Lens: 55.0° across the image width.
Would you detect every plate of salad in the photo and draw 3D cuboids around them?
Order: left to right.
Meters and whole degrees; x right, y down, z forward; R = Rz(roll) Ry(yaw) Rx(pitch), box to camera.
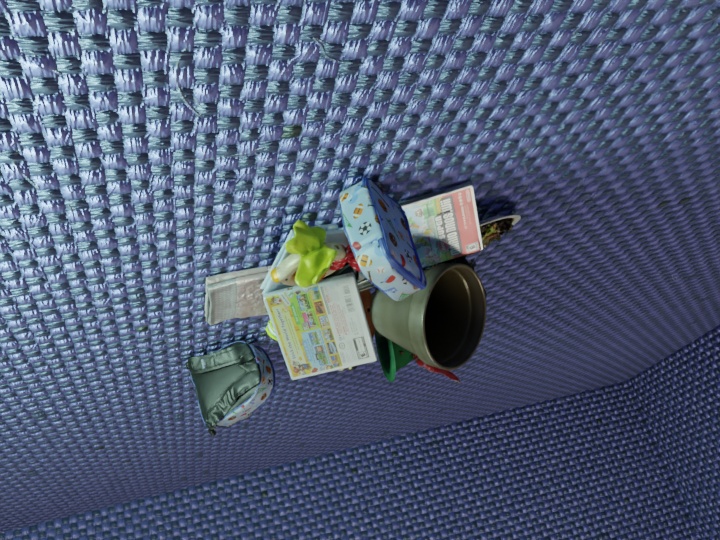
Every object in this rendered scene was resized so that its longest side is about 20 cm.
[{"bbox_3d":[0.241,-0.062,1.432,0.199,0.048,0.200,-20,169,-4],"label":"plate of salad"}]

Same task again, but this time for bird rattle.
[{"bbox_3d":[-0.074,-0.024,1.251,0.163,0.113,0.200,-30,170,30],"label":"bird rattle"}]

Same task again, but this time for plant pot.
[{"bbox_3d":[0.120,0.079,1.346,0.173,0.201,0.199,7,179,44],"label":"plant pot"}]

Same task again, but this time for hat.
[{"bbox_3d":[0.130,0.151,1.519,0.175,0.166,0.200,-10,150,-9],"label":"hat"}]

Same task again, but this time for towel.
[{"bbox_3d":[-0.224,0.052,1.425,0.190,0.032,0.200,-10,156,-17],"label":"towel"}]

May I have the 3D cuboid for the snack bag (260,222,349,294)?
[{"bbox_3d":[-0.078,-0.026,1.334,0.199,0.021,0.189,-9,148,-35],"label":"snack bag"}]

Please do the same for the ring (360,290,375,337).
[{"bbox_3d":[-0.060,0.098,1.445,0.199,0.202,0.019,-7,175,-22],"label":"ring"}]

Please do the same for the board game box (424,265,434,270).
[{"bbox_3d":[0.112,0.031,1.552,0.199,0.030,0.096,-26,-178,14],"label":"board game box"}]

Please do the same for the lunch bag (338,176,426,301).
[{"bbox_3d":[0.041,-0.055,1.168,0.075,0.201,0.160,-29,140,22],"label":"lunch bag"}]

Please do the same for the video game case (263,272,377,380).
[{"bbox_3d":[-0.077,0.113,1.365,0.181,0.023,0.201,-13,117,4],"label":"video game case"}]

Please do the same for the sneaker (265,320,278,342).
[{"bbox_3d":[-0.109,0.090,1.498,0.199,0.074,0.081,-26,159,-36],"label":"sneaker"}]

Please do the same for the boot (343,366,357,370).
[{"bbox_3d":[-0.036,0.166,1.558,0.200,0.073,0.151,-42,152,-48],"label":"boot"}]

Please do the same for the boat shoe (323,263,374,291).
[{"bbox_3d":[0.000,0.000,1.355,0.199,0.073,0.062,-30,159,13],"label":"boat shoe"}]

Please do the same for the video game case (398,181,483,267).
[{"bbox_3d":[0.127,-0.074,1.306,0.199,0.017,0.144,-17,120,-2],"label":"video game case"}]

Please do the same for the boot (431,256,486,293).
[{"bbox_3d":[0.171,0.049,1.477,0.197,0.074,0.162,-24,149,14],"label":"boot"}]

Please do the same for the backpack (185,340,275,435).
[{"bbox_3d":[-0.298,0.269,1.670,0.190,0.201,0.154,-34,157,20],"label":"backpack"}]
